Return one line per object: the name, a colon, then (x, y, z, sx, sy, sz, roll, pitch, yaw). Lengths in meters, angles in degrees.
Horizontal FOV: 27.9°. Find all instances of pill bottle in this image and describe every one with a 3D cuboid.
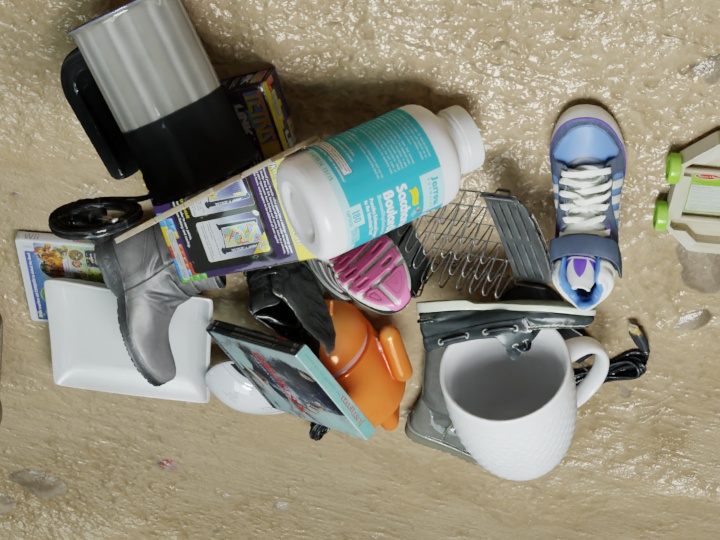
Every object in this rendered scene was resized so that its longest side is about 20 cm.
pill bottle: (0.024, -0.098, 1.457, 0.200, 0.111, 0.111, -26, 138, -17)

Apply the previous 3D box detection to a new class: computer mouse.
computer mouse: (-0.104, 0.161, 1.806, 0.199, 0.044, 0.110, 16, 137, -29)
computer mouse: (0.258, 0.084, 1.706, 0.140, 0.046, 0.200, -17, 131, 25)

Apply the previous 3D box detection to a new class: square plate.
square plate: (-0.279, 0.082, 1.762, 0.199, 0.029, 0.198, 7, 137, -1)

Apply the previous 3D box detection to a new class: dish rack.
dish rack: (0.106, -0.029, 1.560, 0.199, 0.055, 0.154, 9, 143, 34)

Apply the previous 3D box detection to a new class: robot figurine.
robot figurine: (-0.019, 0.114, 1.725, 0.144, 0.117, 0.200, 16, 150, 47)

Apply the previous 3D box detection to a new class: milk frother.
milk frother: (-0.227, -0.145, 1.375, 0.180, 0.200, 0.189, -20, 104, 24)

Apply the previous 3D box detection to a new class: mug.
mug: (0.198, 0.145, 1.658, 0.200, 0.148, 0.176, -30, 141, -9)

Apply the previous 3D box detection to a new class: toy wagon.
toy wagon: (0.395, -0.094, 1.509, 0.155, 0.040, 0.200, 5, 136, 2)

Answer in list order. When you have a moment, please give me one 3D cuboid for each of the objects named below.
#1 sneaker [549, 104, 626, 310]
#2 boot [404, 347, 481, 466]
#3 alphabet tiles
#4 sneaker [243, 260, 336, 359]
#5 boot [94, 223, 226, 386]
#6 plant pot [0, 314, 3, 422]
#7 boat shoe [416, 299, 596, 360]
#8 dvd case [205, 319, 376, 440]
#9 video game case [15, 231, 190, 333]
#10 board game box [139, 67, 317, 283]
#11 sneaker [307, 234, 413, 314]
sneaker: (0.235, -0.053, 1.494, 0.080, 0.147, 0.200, 0, 136, 7)
boot: (0.151, 0.151, 1.785, 0.181, 0.073, 0.200, 12, 130, -8)
alphabet tiles: (-0.141, -0.076, 1.388, 0.167, 0.200, 0.008, -25, 96, 22)
sneaker: (-0.100, 0.008, 1.610, 0.200, 0.104, 0.060, 42, 129, -16)
boot: (-0.211, 0.032, 1.646, 0.131, 0.070, 0.201, -15, 112, 8)
plant pot: (-0.517, 0.117, 1.758, 0.199, 0.200, 0.174, 20, 119, -13)
boat shoe: (0.158, 0.065, 1.579, 0.199, 0.074, 0.066, 0, 91, 13)
dvd case: (-0.082, 0.123, 1.654, 0.200, 0.022, 0.146, 13, 146, 54)
video game case: (-0.303, 0.016, 1.730, 0.199, 0.018, 0.143, 5, 137, 2)
board game box: (-0.141, -0.098, 1.521, 0.165, 0.057, 0.201, -10, 114, 16)
sneaker: (0.000, 0.000, 1.571, 0.074, 0.200, 0.088, -43, 133, -11)
